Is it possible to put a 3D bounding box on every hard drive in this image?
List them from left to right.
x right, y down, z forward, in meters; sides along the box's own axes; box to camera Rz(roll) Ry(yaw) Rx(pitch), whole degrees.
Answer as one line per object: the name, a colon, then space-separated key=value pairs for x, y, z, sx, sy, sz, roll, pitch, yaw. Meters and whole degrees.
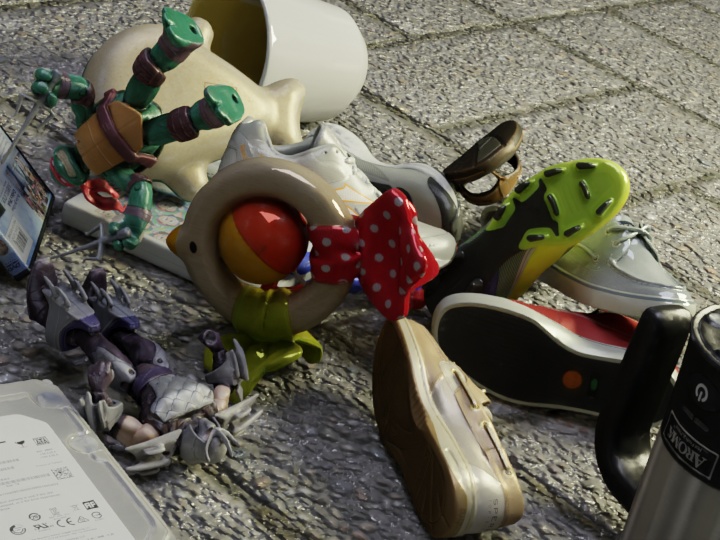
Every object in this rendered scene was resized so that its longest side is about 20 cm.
hard drive: x=-0.207 y=0.139 z=0.961 sx=0.139 sy=0.038 sz=0.200 roll=-7 pitch=33 yaw=-36

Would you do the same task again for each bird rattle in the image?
bird rattle: x=-0.050 y=-0.005 z=1.136 sx=0.163 sy=0.200 sz=0.113 roll=46 pitch=33 yaw=-8

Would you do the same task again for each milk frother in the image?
milk frother: x=0.274 y=0.119 z=1.069 sx=0.198 sy=0.190 sz=0.181 roll=7 pitch=29 yaw=-15

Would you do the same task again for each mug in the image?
mug: x=-0.085 y=-0.221 z=1.592 sx=0.152 sy=0.150 sz=0.187 roll=1 pitch=36 yaw=-40

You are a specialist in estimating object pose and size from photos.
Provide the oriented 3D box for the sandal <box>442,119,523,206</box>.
sandal: x=0.110 y=-0.085 z=1.449 sx=0.055 sy=0.082 sz=0.200 roll=50 pitch=-13 yaw=-1

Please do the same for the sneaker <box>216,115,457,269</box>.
sneaker: x=-0.014 y=-0.058 z=1.215 sx=0.198 sy=0.093 sz=0.076 roll=16 pitch=3 yaw=-12

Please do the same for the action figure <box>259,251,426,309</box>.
action figure: x=0.000 y=0.000 z=1.295 sx=0.199 sy=0.052 sz=0.066 roll=5 pitch=36 yaw=-40

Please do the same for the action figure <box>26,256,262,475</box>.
action figure: x=-0.150 y=0.069 z=1.091 sx=0.129 sy=0.070 sz=0.200 roll=-8 pitch=38 yaw=-46

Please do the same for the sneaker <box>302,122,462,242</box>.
sneaker: x=0.008 y=-0.066 z=1.428 sx=0.199 sy=0.075 sz=0.079 roll=26 pitch=38 yaw=34

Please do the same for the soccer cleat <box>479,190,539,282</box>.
soccer cleat: x=0.159 y=-0.055 z=1.470 sx=0.086 sy=0.070 sz=0.200 roll=18 pitch=27 yaw=9

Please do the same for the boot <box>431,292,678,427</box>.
boot: x=0.156 y=0.053 z=1.278 sx=0.198 sy=0.073 sz=0.144 roll=18 pitch=21 yaw=3

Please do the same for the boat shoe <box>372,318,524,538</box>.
boat shoe: x=0.060 y=0.108 z=1.120 sx=0.068 sy=0.074 sz=0.201 roll=6 pitch=38 yaw=-22

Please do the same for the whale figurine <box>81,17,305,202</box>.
whale figurine: x=-0.146 y=-0.134 z=1.375 sx=0.198 sy=0.161 sz=0.104 roll=4 pitch=-11 yaw=-25

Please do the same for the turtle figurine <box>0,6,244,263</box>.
turtle figurine: x=-0.190 y=-0.105 z=1.235 sx=0.150 sy=0.199 sz=0.101 roll=51 pitch=23 yaw=-14

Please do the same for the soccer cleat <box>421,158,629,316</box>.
soccer cleat: x=0.135 y=-0.024 z=1.281 sx=0.083 sy=0.200 sz=0.065 roll=4 pitch=53 yaw=-58

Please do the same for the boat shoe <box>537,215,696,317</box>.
boat shoe: x=0.198 y=-0.010 z=1.283 sx=0.069 sy=0.072 sz=0.200 roll=6 pitch=11 yaw=-28

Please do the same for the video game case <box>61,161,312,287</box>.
video game case: x=-0.121 y=-0.042 z=1.358 sx=0.198 sy=0.024 sz=0.182 roll=23 pitch=29 yaw=16

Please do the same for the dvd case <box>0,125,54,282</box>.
dvd case: x=-0.307 y=-0.101 z=1.233 sx=0.017 sy=0.201 sz=0.143 roll=-30 pitch=24 yaw=11
